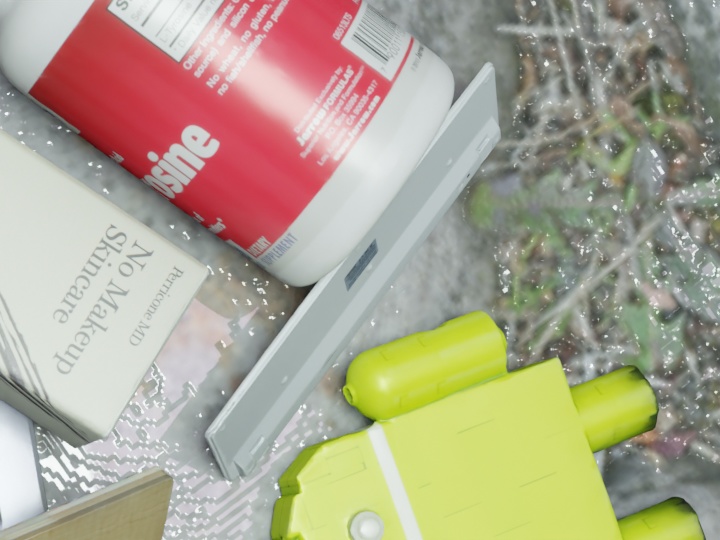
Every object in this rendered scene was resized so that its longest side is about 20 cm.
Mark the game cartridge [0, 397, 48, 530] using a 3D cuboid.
[{"bbox_3d":[-0.198,0.037,0.840,0.129,0.038,0.201,-9,85,-14],"label":"game cartridge"}]

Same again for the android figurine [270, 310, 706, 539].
[{"bbox_3d":[0.046,0.114,0.901,0.199,0.041,0.183,-17,88,-20],"label":"android figurine"}]

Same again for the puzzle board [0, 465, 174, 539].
[{"bbox_3d":[-0.153,0.159,0.756,0.200,0.017,0.151,-19,132,-47],"label":"puzzle board"}]

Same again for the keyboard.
[{"bbox_3d":[0.000,0.000,0.895,0.011,0.056,0.200,29,72,24],"label":"keyboard"}]

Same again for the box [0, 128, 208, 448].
[{"bbox_3d":[-0.163,-0.019,0.806,0.200,0.068,0.082,33,74,-10],"label":"box"}]

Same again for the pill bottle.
[{"bbox_3d":[-0.071,-0.092,0.855,0.200,0.112,0.112,36,74,-9],"label":"pill bottle"}]
